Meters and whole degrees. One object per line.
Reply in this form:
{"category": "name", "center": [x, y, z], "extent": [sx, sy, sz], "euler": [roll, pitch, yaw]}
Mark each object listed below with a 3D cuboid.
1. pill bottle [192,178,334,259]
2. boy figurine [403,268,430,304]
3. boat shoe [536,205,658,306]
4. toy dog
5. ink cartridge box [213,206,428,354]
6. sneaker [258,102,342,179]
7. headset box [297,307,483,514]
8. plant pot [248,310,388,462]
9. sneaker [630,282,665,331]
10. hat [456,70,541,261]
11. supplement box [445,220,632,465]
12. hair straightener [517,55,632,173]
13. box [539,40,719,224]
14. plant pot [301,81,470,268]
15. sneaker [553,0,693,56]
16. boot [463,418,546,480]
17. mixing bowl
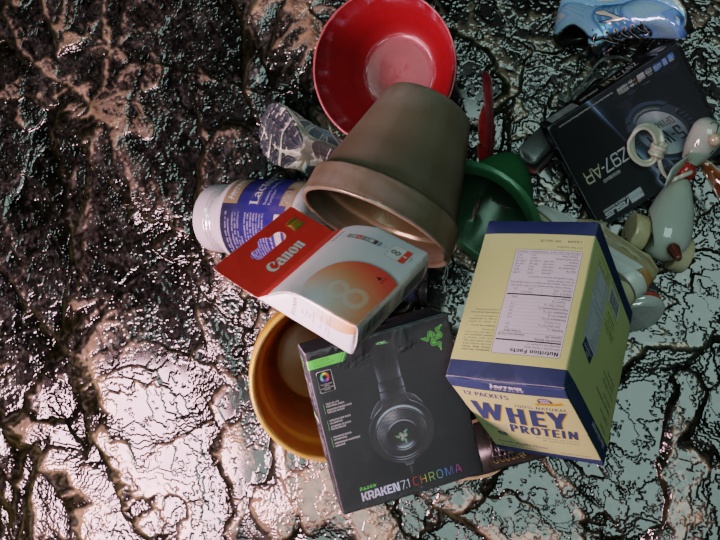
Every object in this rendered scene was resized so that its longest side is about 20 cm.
{"category": "pill bottle", "center": [-0.127, -0.067, 1.218], "extent": [0.197, 0.115, 0.118], "euler": [5, 84, 34]}
{"category": "boy figurine", "center": [0.000, 0.000, 1.240], "extent": [0.196, 0.064, 0.127], "euler": [5, 95, 8]}
{"category": "boat shoe", "center": [0.300, -0.029, 1.168], "extent": [0.068, 0.075, 0.200], "euler": [-35, 51, -11]}
{"category": "toy dog", "center": [0.409, -0.088, 1.133], "extent": [0.129, 0.096, 0.203], "euler": [-2, 107, -5]}
{"category": "ink cartridge box", "center": [-0.043, -0.010, 1.024], "extent": [0.198, 0.051, 0.162], "euler": [31, 45, 17]}
{"category": "sneaker", "center": [-0.067, -0.170, 1.271], "extent": [0.200, 0.086, 0.078], "euler": [42, 117, 31]}
{"category": "headset box", "center": [0.032, 0.150, 1.033], "extent": [0.171, 0.093, 0.203], "euler": [-14, 94, -8]}
{"category": "plant pot", "center": [-0.048, 0.125, 1.159], "extent": [0.197, 0.183, 0.204], "euler": [0, 93, -8]}
{"category": "sneaker", "center": [0.300, 0.047, 1.193], "extent": [0.197, 0.077, 0.083], "euler": [-11, 49, 16]}
{"category": "hat", "center": [0.208, -0.132, 1.215], "extent": [0.164, 0.202, 0.176], "euler": [15, 48, 35]}
{"category": "supplement box", "center": [0.213, 0.082, 1.023], "extent": [0.132, 0.200, 0.202], "euler": [2, 59, 31]}
{"category": "hair straightener", "center": [0.291, -0.218, 1.206], "extent": [0.200, 0.077, 0.041], "euler": [-42, 69, 4]}
{"category": "box", "center": [0.359, -0.178, 1.175], "extent": [0.198, 0.044, 0.161], "euler": [-32, 107, 4]}
{"category": "plant pot", "center": [0.052, -0.125, 1.100], "extent": [0.198, 0.200, 0.175], "euler": [24, 78, 11]}
{"category": "sneaker", "center": [0.342, -0.317, 1.179], "extent": [0.198, 0.078, 0.091], "euler": [18, 76, 45]}
{"category": "boot", "center": [0.183, 0.223, 1.147], "extent": [0.197, 0.138, 0.079], "euler": [-22, 81, 7]}
{"category": "mixing bowl", "center": [0.043, -0.276, 1.229], "extent": [0.197, 0.108, 0.204], "euler": [3, 100, 15]}
